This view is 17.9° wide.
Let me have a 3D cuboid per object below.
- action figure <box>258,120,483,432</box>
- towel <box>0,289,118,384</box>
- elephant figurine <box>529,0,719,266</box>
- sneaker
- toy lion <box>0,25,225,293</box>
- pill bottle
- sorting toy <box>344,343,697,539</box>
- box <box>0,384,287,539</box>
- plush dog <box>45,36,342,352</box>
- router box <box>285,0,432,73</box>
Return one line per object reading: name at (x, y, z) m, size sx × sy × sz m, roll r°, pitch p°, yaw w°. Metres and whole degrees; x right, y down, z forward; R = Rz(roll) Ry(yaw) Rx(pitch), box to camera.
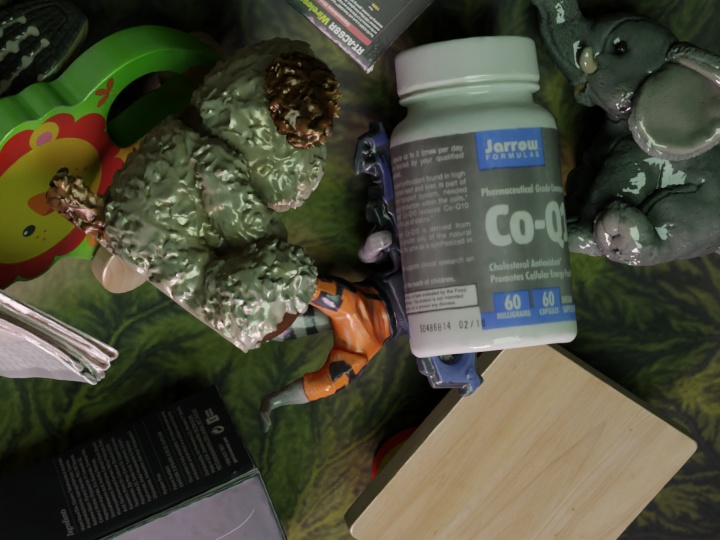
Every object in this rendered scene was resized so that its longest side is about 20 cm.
action figure at (0.000, 0.000, 1.588) m, size 0.192 × 0.104 × 0.202 m, roll -17°, pitch 99°, yaw -18°
towel at (-0.274, 0.020, 1.427) m, size 0.190 × 0.199 × 0.032 m, roll 30°, pitch 74°, yaw -32°
elephant figurine at (0.195, -0.111, 1.558) m, size 0.154 × 0.141 × 0.202 m, roll -9°, pitch 110°, yaw -49°
sneaker at (-0.230, -0.088, 1.459) m, size 0.200 × 0.077 × 0.088 m, roll -50°, pitch 147°, yaw 15°
toy lion at (-0.178, -0.070, 1.431) m, size 0.201 × 0.069 × 0.191 m, roll -53°, pitch 149°, yaw 14°
pill bottle at (0.079, -0.048, 1.508) m, size 0.113 × 0.114 × 0.202 m, roll -5°, pitch 88°, yaw -16°
sorting toy at (0.113, 0.143, 1.707) m, size 0.198 × 0.070 × 0.200 m, roll 32°, pitch 106°, yaw -32°
box at (-0.145, 0.221, 1.592) m, size 0.195 × 0.124 × 0.201 m, roll -24°, pitch 122°, yaw -8°
plush dog at (-0.080, -0.065, 1.378) m, size 0.160 × 0.200 × 0.172 m, roll 37°, pitch 87°, yaw -12°
router box at (-0.016, -0.243, 1.431) m, size 0.150 × 0.062 × 0.200 m, roll -45°, pitch 124°, yaw 9°
